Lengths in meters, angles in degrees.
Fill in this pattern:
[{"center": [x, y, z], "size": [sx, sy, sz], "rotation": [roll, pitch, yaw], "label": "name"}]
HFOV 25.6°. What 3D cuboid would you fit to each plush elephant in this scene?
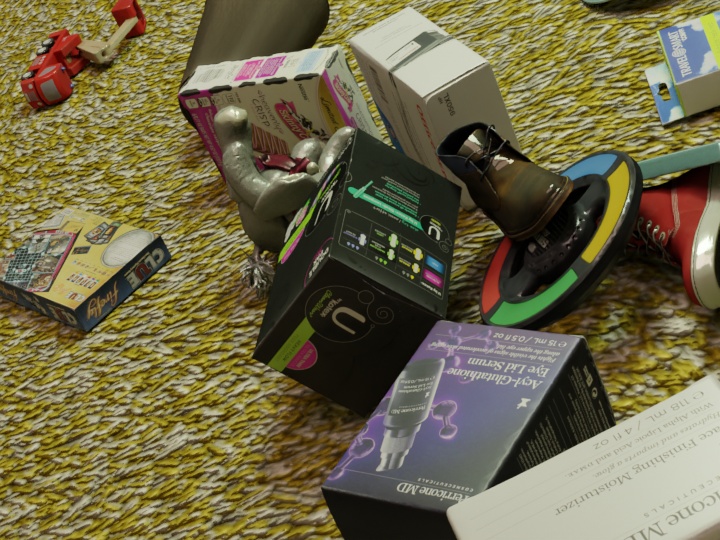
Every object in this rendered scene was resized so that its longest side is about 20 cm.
[{"center": [-0.053, -0.082, 1.632], "size": [0.154, 0.164, 0.202], "rotation": [-16, 60, 39], "label": "plush elephant"}]

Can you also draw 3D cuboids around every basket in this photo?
[{"center": [-0.144, -0.266, 1.977], "size": [0.179, 0.136, 0.201], "rotation": [-12, 39, 28], "label": "basket"}]

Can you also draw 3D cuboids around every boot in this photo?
[{"center": [0.126, -0.085, 1.459], "size": [0.075, 0.097, 0.200], "rotation": [-51, 11, -5], "label": "boot"}, {"center": [0.264, -0.021, 1.404], "size": [0.143, 0.073, 0.200], "rotation": [-12, 27, 21], "label": "boot"}]

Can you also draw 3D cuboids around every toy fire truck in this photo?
[{"center": [-0.400, -0.317, 2.298], "size": [0.140, 0.049, 0.201], "rotation": [-12, 35, 21], "label": "toy fire truck"}]

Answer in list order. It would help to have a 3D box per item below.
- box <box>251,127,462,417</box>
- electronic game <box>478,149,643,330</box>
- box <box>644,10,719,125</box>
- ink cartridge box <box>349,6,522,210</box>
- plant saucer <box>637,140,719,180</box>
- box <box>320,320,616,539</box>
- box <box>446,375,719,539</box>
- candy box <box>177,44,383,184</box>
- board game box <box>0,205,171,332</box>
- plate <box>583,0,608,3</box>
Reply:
[{"center": [0.000, 0.000, 1.450], "size": [0.149, 0.124, 0.201], "rotation": [-52, 17, 36], "label": "box"}, {"center": [0.178, -0.025, 1.428], "size": [0.200, 0.042, 0.201], "rotation": [-45, 21, 23], "label": "electronic game"}, {"center": [0.390, -0.225, 1.620], "size": [0.198, 0.048, 0.122], "rotation": [-18, 33, 12], "label": "box"}, {"center": [0.082, -0.173, 1.670], "size": [0.084, 0.145, 0.200], "rotation": [-30, 33, -8], "label": "ink cartridge box"}, {"center": [0.284, -0.098, 1.460], "size": [0.069, 0.019, 0.199], "rotation": [-18, 4, -33], "label": "plant saucer"}, {"center": [0.089, 0.147, 1.254], "size": [0.147, 0.105, 0.200], "rotation": [4, 43, 37], "label": "box"}, {"center": [0.189, 0.211, 1.005], "size": [0.198, 0.201, 0.131], "rotation": [-27, 32, -1], "label": "box"}, {"center": [-0.091, -0.173, 1.800], "size": [0.198, 0.137, 0.061], "rotation": [-5, 39, 31], "label": "candy box"}, {"center": [-0.326, -0.005, 1.823], "size": [0.135, 0.035, 0.199], "rotation": [-43, 36, -25], "label": "board game box"}, {"center": [0.328, -0.394, 1.858], "size": [0.200, 0.026, 0.201], "rotation": [-39, 23, 20], "label": "plate"}]
